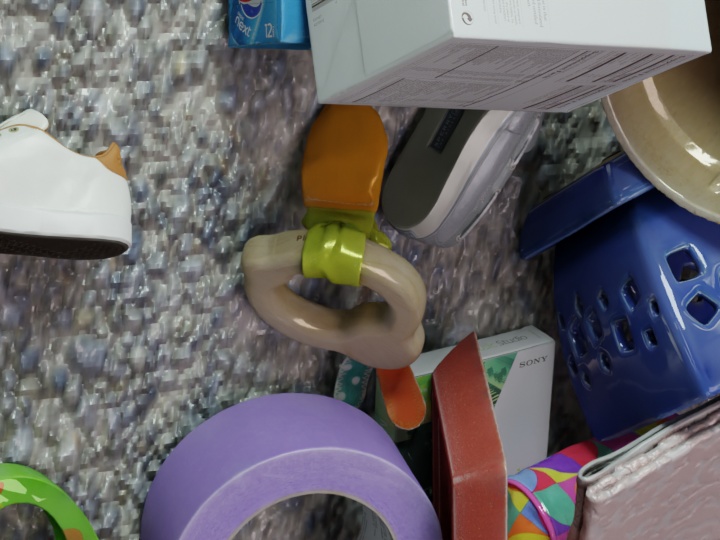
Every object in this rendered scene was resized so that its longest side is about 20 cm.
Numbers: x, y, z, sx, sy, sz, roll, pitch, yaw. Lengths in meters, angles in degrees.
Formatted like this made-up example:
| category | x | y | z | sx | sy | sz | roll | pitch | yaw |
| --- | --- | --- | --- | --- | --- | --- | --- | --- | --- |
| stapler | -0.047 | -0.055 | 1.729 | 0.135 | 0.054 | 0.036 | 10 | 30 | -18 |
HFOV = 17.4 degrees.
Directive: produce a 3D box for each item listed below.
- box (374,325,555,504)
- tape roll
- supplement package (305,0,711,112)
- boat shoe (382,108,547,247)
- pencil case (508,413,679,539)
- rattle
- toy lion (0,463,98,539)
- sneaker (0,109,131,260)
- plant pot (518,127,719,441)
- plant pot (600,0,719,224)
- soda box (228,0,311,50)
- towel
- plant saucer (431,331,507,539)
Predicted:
| category | x | y | z | sx | sy | sz | roll | pitch | yaw |
| --- | --- | --- | --- | --- | --- | --- | --- | --- | --- |
| box | 0.074 | 0.150 | 1.754 | 0.143 | 0.036 | 0.202 | -13 | 116 | -31 |
| tape roll | -0.048 | 0.192 | 1.624 | 0.198 | 0.085 | 0.202 | -7 | 115 | -15 |
| supplement package | 0.085 | -0.189 | 1.446 | 0.199 | 0.150 | 0.153 | 0 | 78 | -34 |
| boat shoe | 0.091 | -0.106 | 1.637 | 0.071 | 0.070 | 0.202 | 27 | 97 | -51 |
| pencil case | 0.176 | 0.166 | 1.766 | 0.199 | 0.088 | 0.089 | -20 | 122 | -43 |
| rattle | 0.000 | 0.000 | 1.629 | 0.129 | 0.144 | 0.200 | -22 | 141 | 19 |
| toy lion | -0.273 | 0.197 | 1.521 | 0.199 | 0.069 | 0.193 | -36 | 119 | -17 |
| sneaker | -0.237 | -0.057 | 1.436 | 0.198 | 0.073 | 0.085 | 6 | 74 | -29 |
| plant pot | 0.240 | -0.009 | 1.682 | 0.199 | 0.200 | 0.181 | -27 | 87 | -23 |
| plant pot | 0.286 | -0.156 | 1.561 | 0.183 | 0.199 | 0.202 | -41 | 132 | -42 |
| soda box | 0.013 | -0.175 | 1.534 | 0.199 | 0.068 | 0.065 | -3 | 93 | -34 |
| towel | 0.227 | 0.161 | 1.688 | 0.199 | 0.032 | 0.192 | -27 | 148 | -20 |
| plant saucer | 0.073 | 0.174 | 1.637 | 0.036 | 0.200 | 0.201 | -3 | 115 | -3 |
